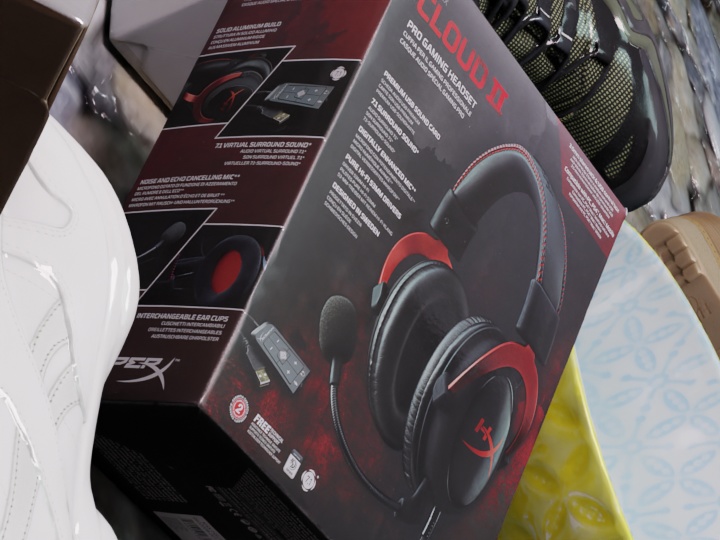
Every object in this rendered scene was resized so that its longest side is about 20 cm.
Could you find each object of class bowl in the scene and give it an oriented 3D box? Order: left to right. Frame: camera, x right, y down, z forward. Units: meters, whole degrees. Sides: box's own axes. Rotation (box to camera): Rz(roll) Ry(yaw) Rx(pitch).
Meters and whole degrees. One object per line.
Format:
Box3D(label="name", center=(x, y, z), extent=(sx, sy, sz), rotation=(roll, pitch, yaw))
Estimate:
Box3D(label="bowl", center=(0.076, 0.087, 1.018), extent=(0.200, 0.107, 0.201), rotation=(49, 29, -39))

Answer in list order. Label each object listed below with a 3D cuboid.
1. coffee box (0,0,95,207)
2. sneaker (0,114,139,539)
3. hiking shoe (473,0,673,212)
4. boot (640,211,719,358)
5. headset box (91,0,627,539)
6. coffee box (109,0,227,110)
Box3D(label="coffee box", center=(-0.116, -0.108, 0.704), extent=(0.114, 0.080, 0.200), rotation=(25, 34, -9))
Box3D(label="sneaker", center=(-0.105, 0.023, 0.688), extent=(0.100, 0.075, 0.201), rotation=(39, 35, -53))
Box3D(label="hiking shoe", center=(0.038, -0.092, 0.954), extent=(0.200, 0.076, 0.101), rotation=(55, 36, -14))
Box3D(label="boot", center=(0.218, 0.064, 1.429), extent=(0.166, 0.072, 0.201), rotation=(16, 51, -61))
Box3D(label="headset box", center=(0.000, 0.000, 0.862), extent=(0.149, 0.075, 0.200), rotation=(50, 53, -39))
Box3D(label="coffee box", center=(-0.028, -0.133, 1.020), extent=(0.114, 0.080, 0.200), rotation=(50, 28, -39))
